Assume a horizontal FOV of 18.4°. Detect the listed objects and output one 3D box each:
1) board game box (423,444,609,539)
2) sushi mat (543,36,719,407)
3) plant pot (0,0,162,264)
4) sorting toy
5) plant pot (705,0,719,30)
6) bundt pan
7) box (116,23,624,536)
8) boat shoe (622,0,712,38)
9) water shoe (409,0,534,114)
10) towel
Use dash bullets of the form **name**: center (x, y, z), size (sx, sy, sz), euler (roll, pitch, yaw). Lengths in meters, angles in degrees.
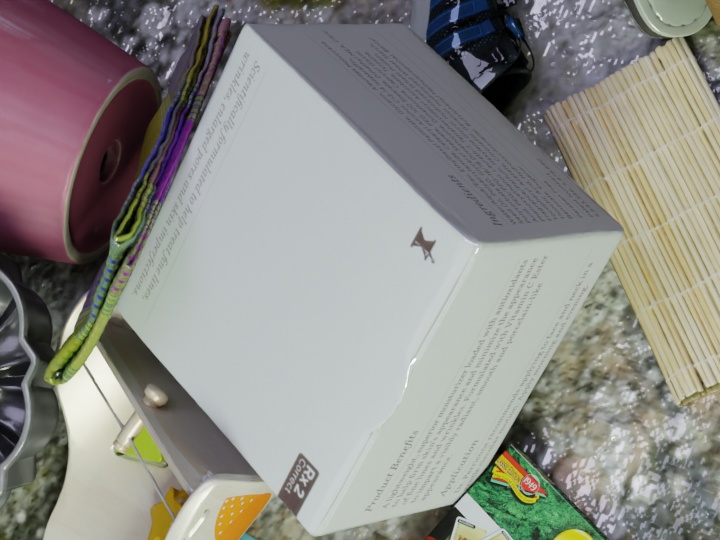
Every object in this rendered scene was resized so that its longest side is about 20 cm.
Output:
- **board game box**: center (0.113, 0.197, 1.191), size (0.105, 0.023, 0.200), euler (-47, 60, 3)
- **sushi mat**: center (0.179, -0.029, 1.237), size (0.095, 0.012, 0.201), euler (-30, 63, 14)
- **plant pot**: center (-0.228, -0.094, 1.368), size (0.178, 0.200, 0.201), euler (21, 83, 14)
- **sorting toy**: center (-0.125, 0.145, 1.286), size (0.181, 0.106, 0.200), euler (-58, 38, 16)
- **plant pot**: center (0.249, -0.181, 1.172), size (0.185, 0.186, 0.202), euler (-13, 83, 22)
- **bundt pan**: center (-0.258, 0.067, 1.304), size (0.200, 0.076, 0.204), euler (-2, 84, 22)
- **box**: center (0.000, 0.000, 1.207), size (0.200, 0.130, 0.200), euler (46, 122, 30)
- **boat shoe**: center (0.165, -0.226, 1.282), size (0.071, 0.061, 0.203), euler (0, 78, -20)
- **water shoe**: center (0.070, -0.134, 1.296), size (0.078, 0.071, 0.202), euler (15, 91, 26)
- **towel**: center (-0.124, -0.043, 1.258), size (0.023, 0.144, 0.201), euler (25, 50, -8)
